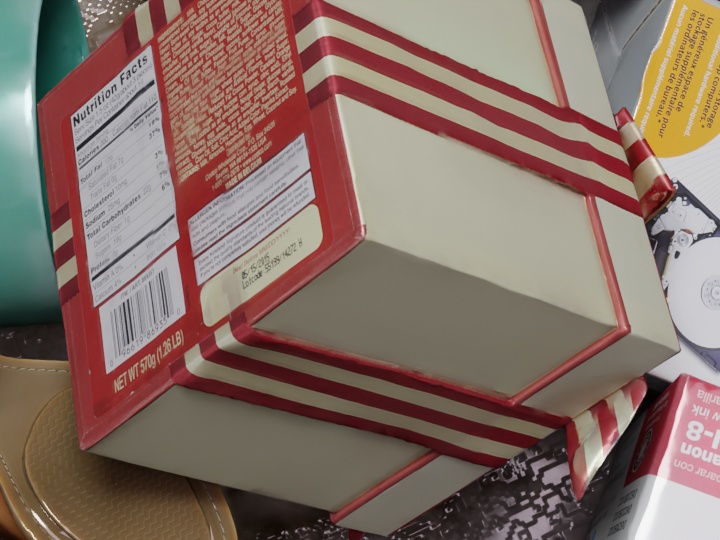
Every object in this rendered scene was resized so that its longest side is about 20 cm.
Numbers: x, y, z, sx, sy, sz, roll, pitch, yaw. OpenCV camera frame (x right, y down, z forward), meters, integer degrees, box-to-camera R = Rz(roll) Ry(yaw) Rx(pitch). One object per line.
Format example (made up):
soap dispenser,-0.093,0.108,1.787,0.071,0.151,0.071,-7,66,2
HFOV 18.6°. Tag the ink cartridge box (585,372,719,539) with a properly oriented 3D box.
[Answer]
ink cartridge box,0.152,0.172,0.908,0.144,0.145,0.201,21,75,1

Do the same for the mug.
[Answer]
mug,-0.178,-0.054,0.951,0.113,0.185,0.154,-4,99,2

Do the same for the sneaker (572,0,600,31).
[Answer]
sneaker,0.072,-0.050,0.994,0.084,0.073,0.202,13,77,-3

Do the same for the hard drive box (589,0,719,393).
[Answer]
hard drive box,0.178,-0.013,0.949,0.199,0.077,0.157,20,86,-19

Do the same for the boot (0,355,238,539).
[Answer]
boot,-0.141,0.094,0.899,0.199,0.156,0.077,29,61,6

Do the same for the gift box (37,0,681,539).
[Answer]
gift box,0.000,0.000,0.833,0.186,0.184,0.202,17,53,-41
